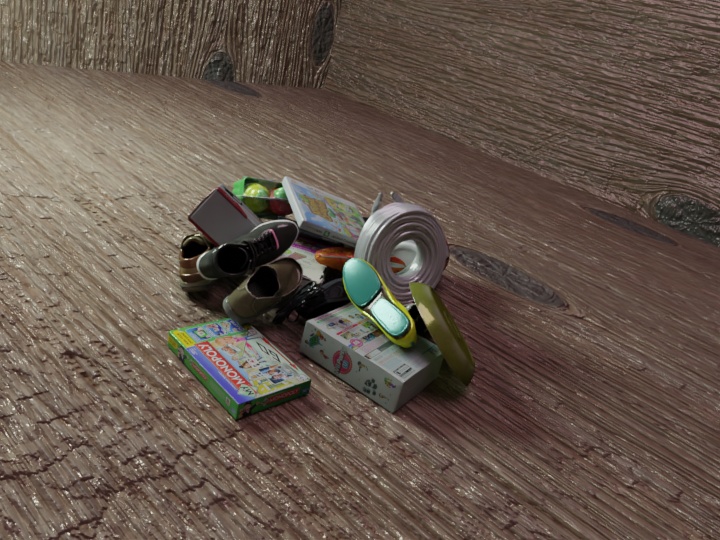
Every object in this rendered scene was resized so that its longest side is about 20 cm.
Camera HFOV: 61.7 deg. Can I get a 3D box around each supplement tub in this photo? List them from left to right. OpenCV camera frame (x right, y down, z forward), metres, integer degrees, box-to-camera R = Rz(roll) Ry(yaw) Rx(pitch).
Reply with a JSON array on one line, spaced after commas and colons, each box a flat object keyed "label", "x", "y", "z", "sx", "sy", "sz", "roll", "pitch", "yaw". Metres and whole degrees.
[{"label": "supplement tub", "x": 0.129, "y": -0.027, "z": 1.357, "sx": 0.121, "sy": 0.124, "sz": 0.200, "roll": 22, "pitch": 21, "yaw": 16}]

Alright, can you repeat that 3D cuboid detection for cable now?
[{"label": "cable", "x": 0.082, "y": -0.030, "z": 1.177, "sx": 0.199, "sy": 0.202, "sz": 0.069, "roll": 27, "pitch": 0, "yaw": -32}]

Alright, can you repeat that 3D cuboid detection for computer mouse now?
[{"label": "computer mouse", "x": -0.061, "y": 0.044, "z": 1.104, "sx": 0.198, "sy": 0.138, "sz": 0.053, "roll": -1, "pitch": 63, "yaw": -49}]

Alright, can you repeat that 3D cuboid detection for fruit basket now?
[{"label": "fruit basket", "x": -0.187, "y": -0.164, "z": 1.348, "sx": 0.198, "sy": 0.095, "sz": 0.184, "roll": 2, "pitch": 0, "yaw": 41}]

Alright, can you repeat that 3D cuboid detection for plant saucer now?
[{"label": "plant saucer", "x": 0.147, "y": 0.101, "z": 1.038, "sx": 0.031, "sy": 0.201, "sz": 0.200, "roll": -30, "pitch": 16, "yaw": 10}]

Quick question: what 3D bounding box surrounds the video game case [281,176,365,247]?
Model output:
[{"label": "video game case", "x": -0.064, "y": -0.116, "z": 1.248, "sx": 0.180, "sy": 0.022, "sz": 0.201, "roll": 19, "pitch": 26, "yaw": -28}]

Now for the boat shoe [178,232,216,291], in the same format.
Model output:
[{"label": "boat shoe", "x": -0.306, "y": -0.035, "z": 1.148, "sx": 0.075, "sy": 0.073, "sz": 0.201, "roll": -10, "pitch": 27, "yaw": -7}]

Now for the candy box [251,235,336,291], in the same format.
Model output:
[{"label": "candy box", "x": -0.134, "y": -0.009, "z": 1.242, "sx": 0.134, "sy": 0.062, "sz": 0.200, "roll": 18, "pitch": 23, "yaw": 1}]

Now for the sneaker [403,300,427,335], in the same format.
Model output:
[{"label": "sneaker", "x": 0.101, "y": 0.088, "z": 1.156, "sx": 0.079, "sy": 0.075, "sz": 0.199, "roll": -13, "pitch": -5, "yaw": 30}]

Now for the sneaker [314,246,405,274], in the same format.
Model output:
[{"label": "sneaker", "x": 0.000, "y": 0.000, "z": 1.220, "sx": 0.197, "sy": 0.078, "sz": 0.073, "roll": 13, "pitch": 14, "yaw": -19}]

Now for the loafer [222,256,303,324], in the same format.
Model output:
[{"label": "loafer", "x": -0.153, "y": 0.026, "z": 1.046, "sx": 0.075, "sy": 0.070, "sz": 0.200, "roll": 47, "pitch": 35, "yaw": 0}]

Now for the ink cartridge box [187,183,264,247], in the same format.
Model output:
[{"label": "ink cartridge box", "x": -0.254, "y": -0.092, "z": 1.197, "sx": 0.146, "sy": 0.083, "sz": 0.200, "roll": 44, "pitch": 1, "yaw": -15}]

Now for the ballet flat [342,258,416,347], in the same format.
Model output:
[{"label": "ballet flat", "x": 0.033, "y": 0.059, "z": 1.028, "sx": 0.200, "sy": 0.067, "sz": 0.067, "roll": 50, "pitch": 3, "yaw": 40}]

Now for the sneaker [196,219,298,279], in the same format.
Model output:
[{"label": "sneaker", "x": -0.182, "y": -0.035, "z": 1.055, "sx": 0.198, "sy": 0.072, "sz": 0.099, "roll": -26, "pitch": 13, "yaw": -25}]

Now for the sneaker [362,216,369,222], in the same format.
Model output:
[{"label": "sneaker", "x": -0.055, "y": -0.104, "z": 1.456, "sx": 0.201, "sy": 0.078, "sz": 0.145, "roll": 15, "pitch": -1, "yaw": -40}]

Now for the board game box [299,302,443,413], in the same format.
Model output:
[{"label": "board game box", "x": 0.020, "y": 0.136, "z": 1.013, "sx": 0.199, "sy": 0.065, "sz": 0.147, "roll": 29, "pitch": 26, "yaw": 26}]

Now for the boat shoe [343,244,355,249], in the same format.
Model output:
[{"label": "boat shoe", "x": 0.003, "y": -0.024, "z": 1.348, "sx": 0.075, "sy": 0.073, "sz": 0.200, "roll": 14, "pitch": 2, "yaw": 19}]

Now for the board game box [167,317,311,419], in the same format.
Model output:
[{"label": "board game box", "x": -0.187, "y": 0.140, "z": 0.923, "sx": 0.133, "sy": 0.029, "sz": 0.199, "roll": -9, "pitch": 33, "yaw": -45}]

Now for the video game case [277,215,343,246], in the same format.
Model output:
[{"label": "video game case", "x": -0.097, "y": -0.073, "z": 1.346, "sx": 0.141, "sy": 0.019, "sz": 0.200, "roll": 18, "pitch": -5, "yaw": 8}]
